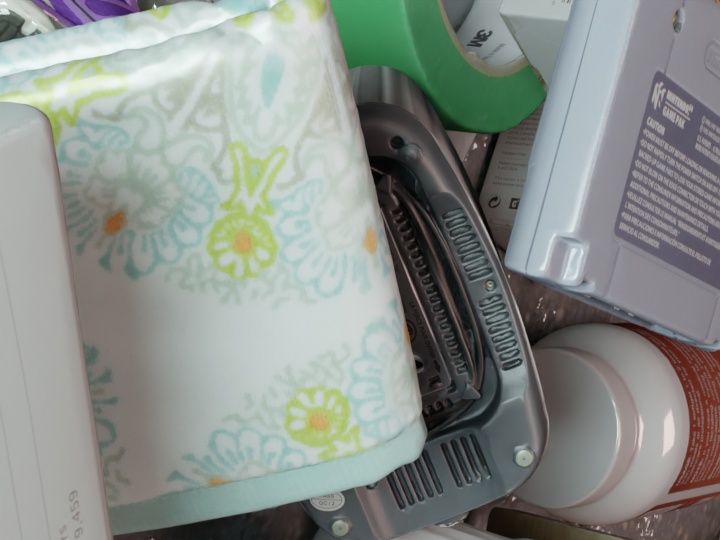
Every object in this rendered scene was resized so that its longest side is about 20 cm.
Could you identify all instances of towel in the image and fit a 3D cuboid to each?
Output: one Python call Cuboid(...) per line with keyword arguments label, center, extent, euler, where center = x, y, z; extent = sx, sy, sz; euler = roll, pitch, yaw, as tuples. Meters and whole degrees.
Cuboid(label="towel", center=(-0.088, 0.009, 0.606), extent=(0.048, 0.198, 0.172), euler=(-99, 176, -56))

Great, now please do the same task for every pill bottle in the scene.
Cuboid(label="pill bottle", center=(0.149, 0.085, 1.082), extent=(0.199, 0.111, 0.114), euler=(3, 95, -59))

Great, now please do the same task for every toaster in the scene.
Cuboid(label="toaster", center=(0.000, 0.000, 0.767), extent=(0.129, 0.113, 0.201), euler=(-88, 155, -73))

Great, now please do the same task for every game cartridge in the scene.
Cuboid(label="game cartridge", center=(0.127, -0.045, 0.794), extent=(0.200, 0.041, 0.134), euler=(21, 88, -59))

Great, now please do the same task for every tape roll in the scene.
Cuboid(label="tape roll", center=(0.049, -0.164, 0.856), extent=(0.200, 0.048, 0.203), euler=(-22, 116, -56))

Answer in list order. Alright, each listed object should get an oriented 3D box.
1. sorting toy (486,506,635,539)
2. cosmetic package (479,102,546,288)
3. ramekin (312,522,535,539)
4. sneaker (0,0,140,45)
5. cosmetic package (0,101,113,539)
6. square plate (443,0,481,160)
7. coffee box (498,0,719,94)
Cuboid(label="sorting toy", center=(0.070, 0.223, 0.940), extent=(0.069, 0.199, 0.202), euler=(11, 85, -18))
Cuboid(label="cosmetic package", center=(0.142, -0.095, 1.050), extent=(0.107, 0.084, 0.202), euler=(35, 69, -54))
Cuboid(label="ramekin", center=(0.005, 0.192, 0.804), extent=(0.200, 0.097, 0.202), euler=(-155, -90, -85))
Cuboid(label="sneaker", center=(-0.077, -0.060, 0.647), extent=(0.200, 0.080, 0.084), euler=(40, 36, -26))
Cuboid(label="cosmetic package", center=(-0.187, 0.058, 0.463), extent=(0.200, 0.166, 0.168), euler=(-36, 128, -51))
Cuboid(label="square plate", center=(0.048, -0.169, 0.926), extent=(0.201, 0.028, 0.199), euler=(-64, 146, -27))
Cuboid(label="coffee box", center=(0.148, -0.171, 0.894), extent=(0.114, 0.079, 0.202), euler=(50, 57, -54))
